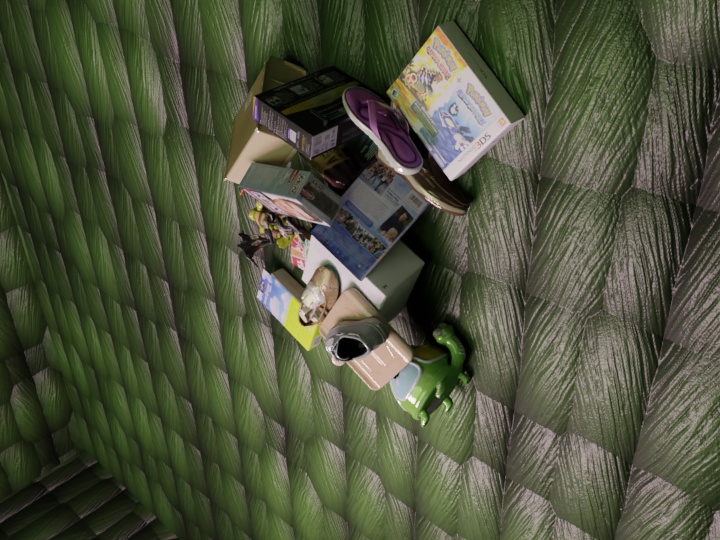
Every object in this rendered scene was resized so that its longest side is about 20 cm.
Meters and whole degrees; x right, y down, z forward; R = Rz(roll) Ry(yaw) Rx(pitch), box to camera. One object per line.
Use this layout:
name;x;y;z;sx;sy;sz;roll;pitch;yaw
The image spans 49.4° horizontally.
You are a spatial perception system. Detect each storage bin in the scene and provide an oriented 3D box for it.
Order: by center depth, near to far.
storage bin;-0.191;-0.293;1.584;0.200;0.093;0.199;-43;37;53

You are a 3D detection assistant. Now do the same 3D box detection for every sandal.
sandal;0.048;-0.255;1.361;0.203;0.082;0.050;53;144;15

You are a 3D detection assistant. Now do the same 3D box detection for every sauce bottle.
sauce bottle;-0.050;-0.205;1.529;0.200;0.066;0.066;43;140;21

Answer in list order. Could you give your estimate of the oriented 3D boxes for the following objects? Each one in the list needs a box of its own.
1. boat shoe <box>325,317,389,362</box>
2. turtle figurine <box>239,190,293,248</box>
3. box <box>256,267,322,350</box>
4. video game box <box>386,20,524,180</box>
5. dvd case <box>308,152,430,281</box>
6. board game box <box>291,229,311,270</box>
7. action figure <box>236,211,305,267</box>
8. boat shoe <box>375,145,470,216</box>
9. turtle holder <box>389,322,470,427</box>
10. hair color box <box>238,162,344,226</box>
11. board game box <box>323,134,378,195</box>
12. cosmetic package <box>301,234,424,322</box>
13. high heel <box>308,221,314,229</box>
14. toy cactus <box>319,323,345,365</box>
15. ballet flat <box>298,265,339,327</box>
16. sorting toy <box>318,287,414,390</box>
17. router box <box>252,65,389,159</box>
boat shoe;-0.025;0.140;1.512;0.070;0.071;0.201;56;147;-7
turtle figurine;-0.217;-0.108;1.828;0.161;0.064;0.201;30;124;47
box;-0.167;0.088;1.921;0.200;0.048;0.122;43;139;21
video game box;0.153;-0.278;1.309;0.200;0.047;0.182;55;141;6
dvd case;0.016;-0.101;1.455;0.143;0.018;0.200;44;97;16
board game box;-0.082;-0.016;1.773;0.200;0.030;0.096;30;134;30
action figure;-0.171;-0.097;1.692;0.102;0.200;0.119;48;179;-23
boat shoe;0.119;-0.179;1.395;0.202;0.075;0.075;38;115;12
turtle holder;0.134;0.208;1.581;0.132;0.141;0.186;40;141;25
hair color box;-0.134;-0.146;1.483;0.200;0.061;0.099;16;165;49
board game box;0.011;-0.189;1.545;0.135;0.028;0.200;54;142;6
cosmetic package;0.000;0.000;1.577;0.199;0.123;0.200;43;152;14
high heel;-0.075;-0.092;1.623;0.200;0.071;0.143;-110;11;-69
toy cactus;-0.038;0.158;1.729;0.102;0.165;0.200;-23;105;21
ballet flat;-0.090;0.063;1.585;0.070;0.065;0.200;42;151;16
sorting toy;0.011;0.137;1.566;0.185;0.036;0.200;47;147;7
router box;-0.071;-0.292;1.427;0.157;0.200;0.052;38;140;27
